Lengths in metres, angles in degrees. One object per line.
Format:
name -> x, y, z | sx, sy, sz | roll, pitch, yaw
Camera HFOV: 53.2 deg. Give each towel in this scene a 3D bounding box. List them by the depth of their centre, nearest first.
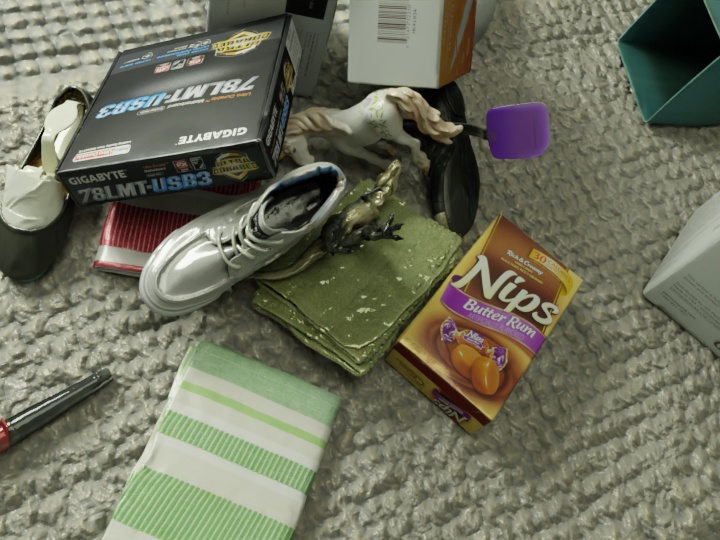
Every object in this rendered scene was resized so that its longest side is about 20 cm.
towel -> -0.116, 0.173, 0.621 | 0.151, 0.023, 0.202 | 24, 59, -5
towel -> -0.171, -0.082, 0.717 | 0.141, 0.023, 0.203 | 8, 63, 2
towel -> 0.000, 0.000, 0.722 | 0.147, 0.037, 0.200 | 34, 60, 15

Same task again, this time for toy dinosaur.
toy dinosaur -> -0.015, -0.037, 0.685 | 0.199, 0.088, 0.048 | -37, 114, -21

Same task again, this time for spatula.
spatula -> 0.106, -0.149, 0.765 | 0.198, 0.057, 0.020 | 11, 34, 40

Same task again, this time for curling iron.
curling iron -> -0.298, 0.128, 0.586 | 0.198, 0.026, 0.050 | -25, 76, -26

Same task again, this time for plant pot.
plant pot -> 0.481, -0.284, 0.960 | 0.197, 0.141, 0.144 | 3, 63, -23

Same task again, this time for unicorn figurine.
unicorn figurine -> 0.001, -0.143, 0.760 | 0.136, 0.199, 0.075 | 26, 50, -34

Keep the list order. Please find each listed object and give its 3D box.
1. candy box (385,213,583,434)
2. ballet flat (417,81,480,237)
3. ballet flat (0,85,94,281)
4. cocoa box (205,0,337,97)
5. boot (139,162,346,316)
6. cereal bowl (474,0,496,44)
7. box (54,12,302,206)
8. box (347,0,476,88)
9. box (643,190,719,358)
candy box -> 0.129, 0.049, 0.735 | 0.116, 0.057, 0.200 | 39, 59, 6
ballet flat -> 0.097, -0.127, 0.826 | 0.066, 0.056, 0.203 | 16, 62, -40
ballet flat -> -0.296, -0.091, 0.672 | 0.067, 0.069, 0.203 | 10, 62, -4
cocoa box -> -0.091, -0.311, 0.765 | 0.131, 0.201, 0.133 | 8, 62, -11
boot -> -0.102, -0.034, 0.624 | 0.199, 0.095, 0.074 | -39, 97, -21
cereal bowl -> 0.089, -0.380, 0.921 | 0.197, 0.084, 0.203 | 7, 62, -13
box -> -0.162, -0.155, 0.681 | 0.196, 0.050, 0.201 | -7, 46, 14
box -> 0.062, -0.270, 0.770 | 0.096, 0.126, 0.200 | 8, 22, 15
box -> 0.464, -0.004, 0.776 | 0.198, 0.201, 0.171 | 41, 62, 7
